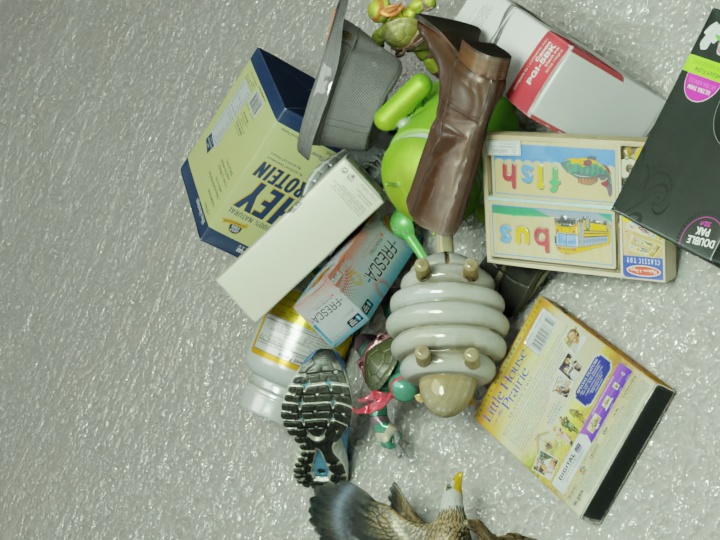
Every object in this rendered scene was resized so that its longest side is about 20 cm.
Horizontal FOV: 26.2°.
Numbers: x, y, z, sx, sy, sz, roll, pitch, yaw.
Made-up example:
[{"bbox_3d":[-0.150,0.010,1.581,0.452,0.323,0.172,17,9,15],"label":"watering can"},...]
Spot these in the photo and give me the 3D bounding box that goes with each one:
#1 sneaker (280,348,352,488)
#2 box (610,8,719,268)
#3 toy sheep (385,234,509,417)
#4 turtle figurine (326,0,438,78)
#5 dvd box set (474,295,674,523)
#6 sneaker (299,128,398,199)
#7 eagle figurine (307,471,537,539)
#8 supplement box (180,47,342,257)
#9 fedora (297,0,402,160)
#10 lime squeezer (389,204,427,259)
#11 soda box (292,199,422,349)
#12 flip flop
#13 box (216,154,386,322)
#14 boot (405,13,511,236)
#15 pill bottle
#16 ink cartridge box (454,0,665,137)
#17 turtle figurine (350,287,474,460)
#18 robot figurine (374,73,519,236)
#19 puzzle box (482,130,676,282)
[{"bbox_3d":[-0.046,0.153,1.715,0.090,0.078,0.201,-84,-2,-45],"label":"sneaker"},{"bbox_3d":[0.341,-0.099,1.333,0.201,0.124,0.148,-64,32,7],"label":"box"},{"bbox_3d":[0.088,0.050,1.556,0.138,0.137,0.201,-16,63,50],"label":"toy sheep"},{"bbox_3d":[0.069,-0.281,1.783,0.200,0.161,0.065,-40,42,35],"label":"turtle figurine"},{"bbox_3d":[0.200,0.130,1.483,0.147,0.029,0.200,-62,35,9],"label":"dvd box set"},{"bbox_3d":[0.015,-0.116,1.794,0.115,0.075,0.200,-7,38,46],"label":"sneaker"},{"bbox_3d":[0.066,0.265,1.500,0.199,0.152,0.151,-5,30,36],"label":"eagle figurine"},{"bbox_3d":[-0.112,-0.137,1.959,0.200,0.134,0.200,-55,28,18],"label":"supplement box"},{"bbox_3d":[-0.007,-0.204,1.721,0.200,0.090,0.178,-78,6,-60],"label":"fedora"},{"bbox_3d":[0.071,-0.074,1.744,0.070,0.038,0.201,4,68,10],"label":"lime squeezer"},{"bbox_3d":[0.000,0.000,1.719,0.064,0.068,0.200,-40,8,35],"label":"soda box"},{"bbox_3d":[0.184,-0.024,1.569,0.081,0.057,0.200,50,134,15],"label":"flip flop"},{"bbox_3d":[-0.064,-0.037,1.721,0.200,0.068,0.082,-43,4,7],"label":"box"},{"bbox_3d":[0.077,-0.145,1.551,0.187,0.064,0.201,-123,43,-60],"label":"boot"},{"bbox_3d":[-0.068,0.079,1.814,0.113,0.112,0.201,19,87,56],"label":"pill bottle"},{"bbox_3d":[0.194,-0.202,1.577,0.083,0.146,0.200,-58,36,13],"label":"ink cartridge box"},{"bbox_3d":[0.046,0.103,1.656,0.150,0.101,0.200,-43,28,11],"label":"turtle figurine"},{"bbox_3d":[0.097,-0.130,1.666,0.116,0.175,0.200,-31,20,52],"label":"robot figurine"},{"bbox_3d":[0.207,-0.063,1.482,0.199,0.025,0.134,6,107,37],"label":"puzzle box"}]
